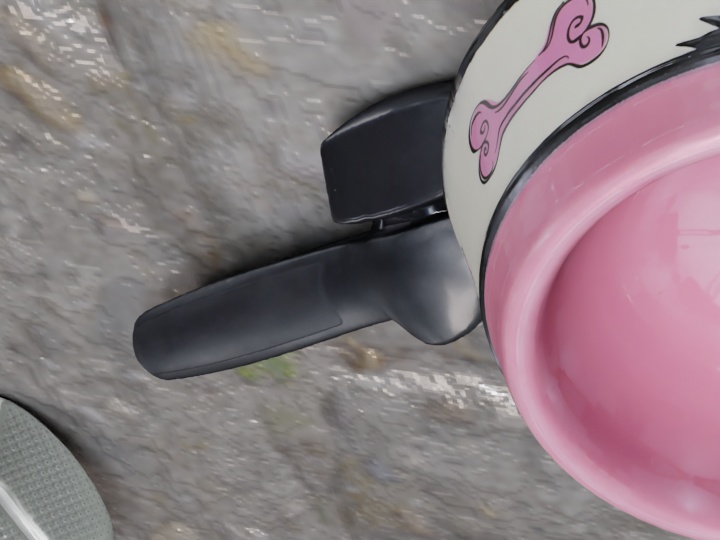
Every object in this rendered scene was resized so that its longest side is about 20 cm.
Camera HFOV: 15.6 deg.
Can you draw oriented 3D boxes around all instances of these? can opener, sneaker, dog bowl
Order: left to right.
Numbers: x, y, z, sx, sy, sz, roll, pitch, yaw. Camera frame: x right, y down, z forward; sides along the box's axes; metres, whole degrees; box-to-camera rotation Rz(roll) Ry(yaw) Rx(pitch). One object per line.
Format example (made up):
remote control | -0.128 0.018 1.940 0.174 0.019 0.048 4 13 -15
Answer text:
sneaker | -0.186 0.076 1.015 0.200 0.070 0.080 24 155 6
can opener | 0.000 0.000 0.817 0.063 0.079 0.200 -8 169 -37
dog bowl | 0.119 -0.004 0.674 0.200 0.074 0.200 2 136 2
